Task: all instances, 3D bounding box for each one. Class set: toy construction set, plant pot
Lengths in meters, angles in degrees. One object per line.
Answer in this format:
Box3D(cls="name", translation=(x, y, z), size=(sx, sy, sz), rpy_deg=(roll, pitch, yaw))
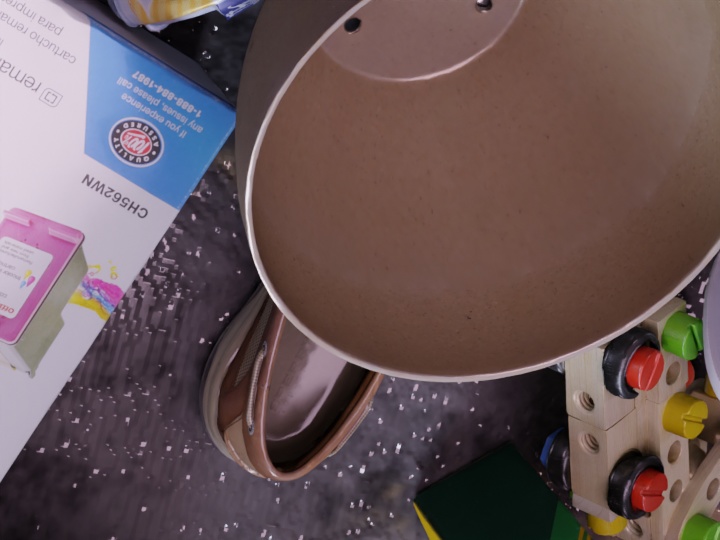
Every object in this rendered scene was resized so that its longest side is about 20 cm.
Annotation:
Box3D(cls="toy construction set", translation=(0.129, 0.038, 1.160), size=(0.131, 0.092, 0.200), rpy_deg=(-34, 117, -37))
Box3D(cls="plant pot", translation=(0.039, -0.076, 1.026), size=(0.200, 0.135, 0.201), rpy_deg=(-9, 129, -11))

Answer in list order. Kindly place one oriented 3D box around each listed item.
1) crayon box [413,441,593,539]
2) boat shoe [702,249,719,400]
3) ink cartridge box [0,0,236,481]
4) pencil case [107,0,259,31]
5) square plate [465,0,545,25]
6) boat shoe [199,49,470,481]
Box3D(cls="crayon box", translation=(0.109, 0.196, 1.173), size=(0.058, 0.173, 0.200), rpy_deg=(-29, 114, -6))
Box3D(cls="boat shoe", translation=(0.181, -0.019, 1.139), size=(0.070, 0.066, 0.200), rpy_deg=(10, 64, 2))
Box3D(cls="ink cartridge box", translation=(-0.164, -0.023, 1.063), size=(0.144, 0.085, 0.200), rpy_deg=(31, 98, -24))
Box3D(cls="pencil case", translation=(-0.097, -0.190, 1.029), size=(0.091, 0.083, 0.200), rpy_deg=(-26, 115, 8))
Box3D(cls="square plate", translation=(0.080, -0.170, 1.070), size=(0.198, 0.028, 0.200), rpy_deg=(14, 123, -12))
Box3D(cls="boat shoe", translation=(0.000, 0.000, 1.128), size=(0.076, 0.072, 0.200), rpy_deg=(18, 100, -22))
